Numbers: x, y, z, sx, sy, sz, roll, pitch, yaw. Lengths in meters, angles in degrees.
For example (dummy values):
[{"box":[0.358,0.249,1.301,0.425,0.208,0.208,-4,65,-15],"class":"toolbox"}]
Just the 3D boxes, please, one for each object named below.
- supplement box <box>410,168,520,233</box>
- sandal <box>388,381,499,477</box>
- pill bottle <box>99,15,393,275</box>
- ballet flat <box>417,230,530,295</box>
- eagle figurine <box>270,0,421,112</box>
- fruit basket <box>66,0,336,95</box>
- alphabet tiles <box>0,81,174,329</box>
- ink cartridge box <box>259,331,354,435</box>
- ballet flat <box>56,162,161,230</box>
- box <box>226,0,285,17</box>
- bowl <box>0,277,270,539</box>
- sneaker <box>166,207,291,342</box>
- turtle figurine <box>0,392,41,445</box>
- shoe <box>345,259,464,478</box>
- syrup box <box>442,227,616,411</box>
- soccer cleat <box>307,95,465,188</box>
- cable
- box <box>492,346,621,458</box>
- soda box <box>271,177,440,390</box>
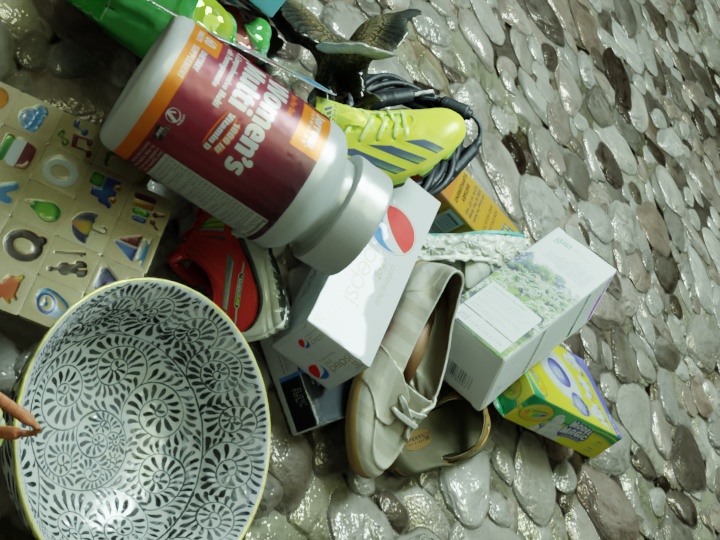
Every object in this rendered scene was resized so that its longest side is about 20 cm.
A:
[{"box":[0.131,-0.031,1.097,0.200,0.069,0.067,46,44,-23],"class":"supplement box"},{"box":[0.090,0.146,0.958,0.200,0.054,0.081,-11,78,-55],"class":"sandal"},{"box":[-0.080,-0.086,0.733,0.199,0.109,0.110,33,47,-19],"class":"pill bottle"},{"box":[0.080,-0.005,1.001,0.199,0.072,0.072,2,65,-21],"class":"ballet flat"},{"box":[-0.022,-0.206,0.951,0.152,0.150,0.201,39,39,-49],"class":"eagle figurine"},{"box":[-0.135,-0.212,0.829,0.199,0.094,0.185,13,16,-37],"class":"fruit basket"},{"box":[-0.237,-0.050,0.690,0.199,0.006,0.167,24,55,-14],"class":"alphabet tiles"},{"box":[-0.001,0.077,0.912,0.199,0.039,0.100,-12,78,-51],"class":"ink cartridge box"},{"box":[-0.178,-0.077,0.788,0.063,0.068,0.200,52,49,-26],"class":"ballet flat"},{"box":[-0.114,-0.274,0.876,0.082,0.049,0.200,37,4,-25],"class":"box"},{"box":[-0.162,0.110,0.656,0.200,0.094,0.202,12,74,-48],"class":"bowl"},{"box":[-0.120,-0.030,0.815,0.077,0.084,0.201,80,-10,-59],"class":"sneaker"},{"box":[-0.269,0.029,0.542,0.200,0.161,0.065,46,42,-20],"class":"turtle figurine"},{"box":[0.040,0.084,0.863,0.070,0.053,0.201,34,69,-45],"class":"shoe"},{"box":[0.160,0.043,0.986,0.079,0.082,0.200,40,48,23],"class":"syrup box"},{"box":[-0.007,-0.114,0.851,0.065,0.199,0.084,-103,-179,-52],"class":"soccer cleat"},{"box":[0.028,-0.136,1.009,0.163,0.051,0.200,37,52,9],"class":"cable"},{"box":[0.190,0.118,1.063,0.199,0.048,0.118,26,33,-39],"class":"box"},{"box":[0.000,0.000,0.862,0.068,0.064,0.201,38,49,-15],"class":"soda box"}]
